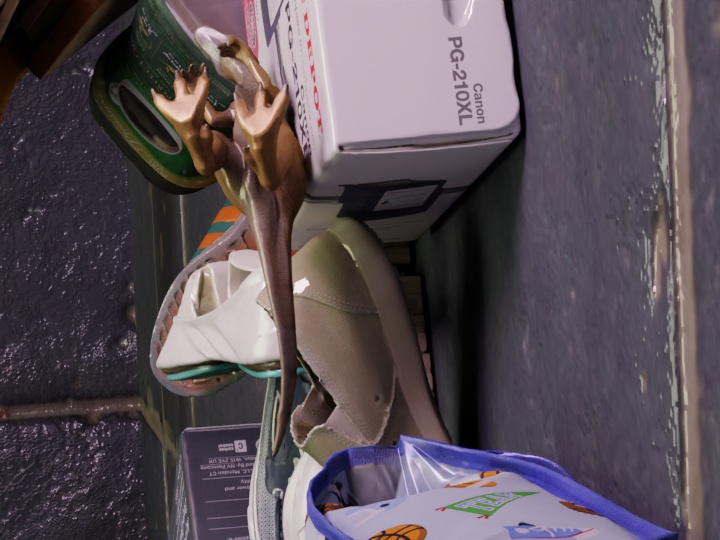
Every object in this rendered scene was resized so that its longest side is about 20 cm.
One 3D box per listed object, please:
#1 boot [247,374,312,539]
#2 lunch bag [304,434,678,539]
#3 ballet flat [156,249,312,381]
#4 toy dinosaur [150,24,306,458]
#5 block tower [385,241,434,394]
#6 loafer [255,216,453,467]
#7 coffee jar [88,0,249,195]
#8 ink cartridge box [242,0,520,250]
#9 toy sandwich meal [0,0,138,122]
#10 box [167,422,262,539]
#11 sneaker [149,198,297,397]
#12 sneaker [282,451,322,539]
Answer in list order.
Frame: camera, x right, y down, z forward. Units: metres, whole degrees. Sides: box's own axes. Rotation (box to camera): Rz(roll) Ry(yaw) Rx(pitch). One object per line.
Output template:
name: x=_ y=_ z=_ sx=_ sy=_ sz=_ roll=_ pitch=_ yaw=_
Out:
boot: x=-0.025 y=0.106 z=1.171 sx=0.090 sy=0.072 sz=0.202 roll=180 pitch=90 yaw=-80
lunch bag: x=0.038 y=0.158 z=0.735 sx=0.200 sy=0.123 sz=0.171 roll=-167 pitch=73 yaw=-71
ballet flat: x=-0.060 y=0.023 z=1.051 sx=0.200 sy=0.069 sz=0.070 roll=170 pitch=97 yaw=-69
toy dinosaur: x=-0.041 y=-0.036 z=0.872 sx=0.106 sy=0.060 sz=0.201 roll=55 pitch=-156 yaw=-59
block tower: x=0.000 y=0.000 z=1.059 sx=0.054 sy=0.057 sz=0.202 roll=127 pitch=140 yaw=-72
loafer: x=0.004 y=0.077 z=0.942 sx=0.076 sy=0.068 sz=0.201 roll=-150 pitch=40 yaw=-78
coffee jar: x=-0.087 y=-0.114 z=1.126 sx=0.104 sy=0.085 sz=0.200 roll=48 pitch=156 yaw=-2
ink cartridge box: x=0.003 y=-0.101 z=0.930 sx=0.200 sy=0.084 sz=0.146 roll=133 pitch=131 yaw=-75
toy sandwich meal: x=-0.171 y=-0.143 z=1.119 sx=0.205 sy=0.070 sz=0.205 roll=-50 pitch=8 yaw=9
box: x=-0.060 y=0.221 z=1.307 sx=0.149 sy=0.106 sz=0.201 roll=103 pitch=160 yaw=-54
sneaker: x=-0.052 y=-0.017 z=1.167 sx=0.201 sy=0.071 sz=0.080 roll=-56 pitch=4 yaw=10
sneaker: x=0.010 y=0.181 z=1.080 sx=0.099 sy=0.074 sz=0.202 roll=5 pitch=98 yaw=60
